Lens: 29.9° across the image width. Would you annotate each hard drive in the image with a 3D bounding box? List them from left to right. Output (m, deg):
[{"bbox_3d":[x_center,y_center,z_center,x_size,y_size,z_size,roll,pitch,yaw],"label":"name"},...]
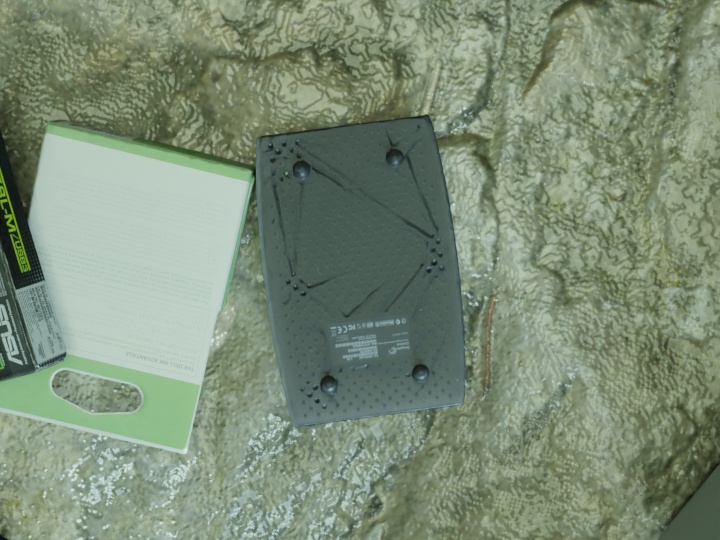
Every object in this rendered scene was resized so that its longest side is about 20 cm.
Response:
[{"bbox_3d":[0.000,0.000,0.937,0.134,0.042,0.202,-8,94,-2],"label":"hard drive"}]

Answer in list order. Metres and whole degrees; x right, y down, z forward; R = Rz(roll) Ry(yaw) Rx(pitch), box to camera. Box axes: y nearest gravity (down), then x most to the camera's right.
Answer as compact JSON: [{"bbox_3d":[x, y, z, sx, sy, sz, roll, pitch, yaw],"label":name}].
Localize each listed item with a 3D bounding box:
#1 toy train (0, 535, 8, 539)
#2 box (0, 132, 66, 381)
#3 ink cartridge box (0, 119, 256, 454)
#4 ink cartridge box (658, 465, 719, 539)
[{"bbox_3d":[-0.288,0.240,0.866,0.084,0.200,0.116,26,97,-3],"label":"toy train"},{"bbox_3d":[-0.312,-0.010,0.899,0.192,0.047,0.201,-15,94,20],"label":"box"},{"bbox_3d":[-0.163,0.010,0.931,0.144,0.048,0.202,13,97,-2],"label":"ink cartridge box"},{"bbox_3d":[0.314,0.231,0.903,0.200,0.145,0.084,40,91,-4],"label":"ink cartridge box"}]
